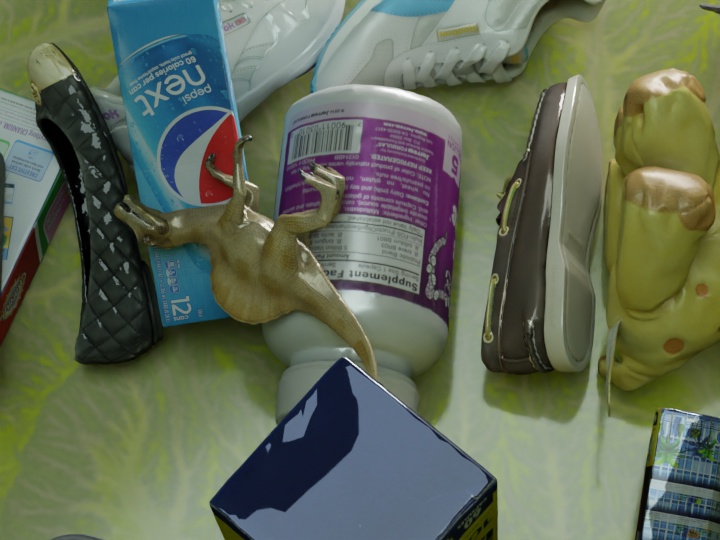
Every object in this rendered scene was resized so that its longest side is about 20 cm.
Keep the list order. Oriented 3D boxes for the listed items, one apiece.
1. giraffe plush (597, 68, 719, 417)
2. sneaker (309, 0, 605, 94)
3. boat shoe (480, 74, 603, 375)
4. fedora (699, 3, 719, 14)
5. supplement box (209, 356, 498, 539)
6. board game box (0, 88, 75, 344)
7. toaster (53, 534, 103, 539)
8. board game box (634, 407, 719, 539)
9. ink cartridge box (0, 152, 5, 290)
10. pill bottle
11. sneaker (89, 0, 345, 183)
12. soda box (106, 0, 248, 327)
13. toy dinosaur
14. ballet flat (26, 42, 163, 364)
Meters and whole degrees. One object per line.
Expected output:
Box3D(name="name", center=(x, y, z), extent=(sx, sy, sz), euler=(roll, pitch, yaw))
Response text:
Box3D(name="giraffe plush", center=(0.227, -0.007, 1.346), extent=(0.162, 0.173, 0.200), euler=(4, 78, 1))
Box3D(name="sneaker", center=(0.059, -0.151, 1.452), extent=(0.200, 0.077, 0.081), euler=(-33, 73, -7))
Box3D(name="boat shoe", center=(0.110, -0.029, 1.406), extent=(0.059, 0.072, 0.200), euler=(-7, 61, 25))
Box3D(name="fedora", center=(0.301, -0.109, 1.391), extent=(0.200, 0.177, 0.090), euler=(1, 98, -16))
Box3D(name="supplement box", center=(0.002, 0.148, 1.274), extent=(0.110, 0.200, 0.109), euler=(39, 77, 16))
Box3D(name="board game box", center=(-0.275, -0.026, 1.443), extent=(0.153, 0.040, 0.200), euler=(20, 72, 11))
Box3D(name="toaster", center=(-0.104, 0.231, 1.280), extent=(0.200, 0.129, 0.114), euler=(20, 72, 11))
Box3D(name="board game box", center=(0.176, 0.184, 1.277), extent=(0.062, 0.200, 0.200), euler=(8, 84, 8))
Box3D(name="ink cartridge box", center=(-0.319, -0.012, 1.374), extent=(0.200, 0.083, 0.147), euler=(-2, 70, 2))
Box3D(name="pill bottle", center=(0.000, 0.000, 1.378), extent=(0.112, 0.112, 0.200), euler=(4, 70, 5))
Box3D(name="sneaker", center=(-0.085, -0.145, 1.441), extent=(0.200, 0.100, 0.075), euler=(-49, 35, -15))
Box3D(name="soda box", center=(-0.103, -0.072, 1.377), extent=(0.064, 0.068, 0.200), euler=(-9, 109, 0))
Box3D(name="toy dinosaur", center=(-0.043, -0.011, 1.317), extent=(0.200, 0.058, 0.101), euler=(31, 103, 23))
Box3D(name="ballet flat", center=(-0.169, -0.040, 1.400), extent=(0.057, 0.066, 0.200), euler=(-16, 91, -13))
